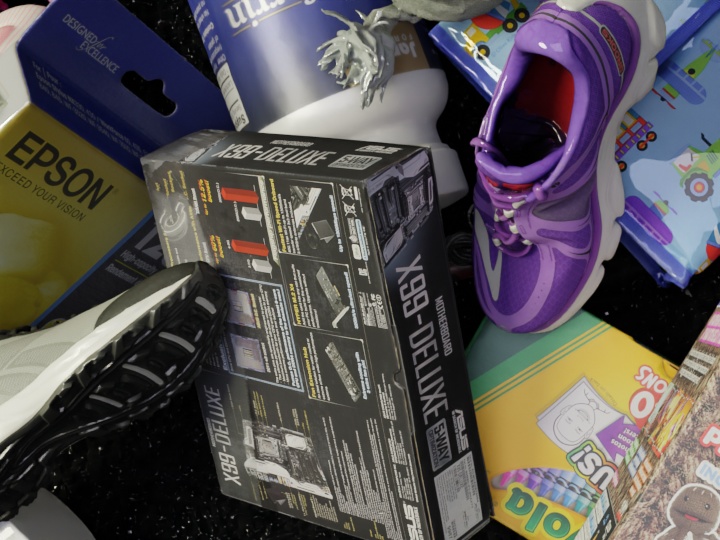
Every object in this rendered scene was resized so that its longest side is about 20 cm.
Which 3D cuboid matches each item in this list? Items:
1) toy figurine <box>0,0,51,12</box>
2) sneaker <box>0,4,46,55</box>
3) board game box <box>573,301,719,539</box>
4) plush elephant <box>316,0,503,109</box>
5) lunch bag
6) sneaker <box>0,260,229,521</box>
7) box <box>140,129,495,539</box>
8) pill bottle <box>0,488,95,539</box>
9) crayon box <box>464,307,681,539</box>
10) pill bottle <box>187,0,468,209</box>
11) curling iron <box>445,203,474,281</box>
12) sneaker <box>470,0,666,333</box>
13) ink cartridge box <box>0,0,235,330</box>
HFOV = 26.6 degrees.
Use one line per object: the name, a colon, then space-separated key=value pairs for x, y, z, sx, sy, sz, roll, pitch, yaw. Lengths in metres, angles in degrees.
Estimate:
toy figurine: x=-0.172 y=-0.218 z=0.834 sx=0.200 sy=0.150 sz=0.184 roll=29 pitch=104 yaw=8
sneaker: x=-0.203 y=-0.062 z=0.849 sx=0.075 sy=0.105 sz=0.200 roll=22 pitch=132 yaw=-10
board game box: x=0.168 y=0.109 z=0.688 sx=0.097 sy=0.159 sz=0.200 roll=31 pitch=94 yaw=7
plush elephant: x=0.034 y=-0.187 z=0.685 sx=0.165 sy=0.155 sz=0.200 roll=26 pitch=77 yaw=9
lunch bag: x=0.146 y=-0.113 z=0.784 sx=0.151 sy=0.094 sz=0.200 roll=-44 pitch=86 yaw=3
sneaker: x=-0.155 y=0.051 z=0.759 sx=0.200 sy=0.074 sz=0.079 roll=-34 pitch=58 yaw=11
box: x=-0.023 y=0.034 z=0.761 sx=0.158 sy=0.050 sz=0.200 roll=8 pitch=118 yaw=43
pill bottle: x=-0.235 y=0.211 z=0.833 sx=0.112 sy=0.112 sz=0.200 roll=43 pitch=95 yaw=8
crayon box: x=0.138 y=0.100 z=0.803 sx=0.200 sy=0.058 sz=0.119 roll=30 pitch=93 yaw=9
pill bottle: x=-0.021 y=-0.118 z=0.806 sx=0.116 sy=0.116 sz=0.200 roll=-22 pitch=86 yaw=8
curling iron: x=0.000 y=0.000 z=0.840 sx=0.200 sy=0.050 sz=0.026 roll=-13 pitch=43 yaw=13
sneaker: x=0.076 y=-0.046 z=0.710 sx=0.081 sy=0.083 sz=0.200 roll=29 pitch=136 yaw=25
ink cartridge box: x=-0.153 y=-0.029 z=0.784 sx=0.200 sy=0.198 sz=0.047 roll=-41 pitch=61 yaw=7
